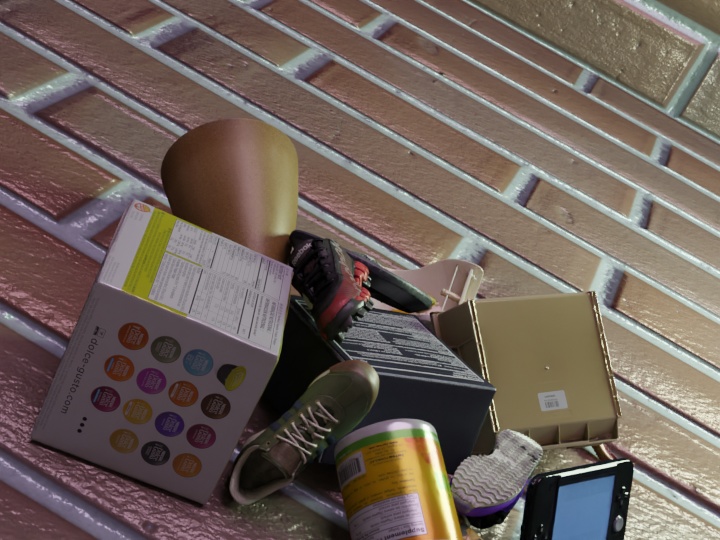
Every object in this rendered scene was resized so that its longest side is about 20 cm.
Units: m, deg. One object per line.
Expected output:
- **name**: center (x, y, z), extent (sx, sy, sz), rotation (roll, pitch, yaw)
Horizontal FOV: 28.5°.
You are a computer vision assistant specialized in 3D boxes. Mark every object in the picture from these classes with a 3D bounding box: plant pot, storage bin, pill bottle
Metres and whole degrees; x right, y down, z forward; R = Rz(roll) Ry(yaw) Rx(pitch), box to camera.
- **plant pot**: center (-0.158, -0.062, 1.857), extent (0.186, 0.186, 0.200), rotation (12, 45, -29)
- **storage bin**: center (0.212, 0.132, 1.791), extent (0.200, 0.094, 0.199), rotation (-3, 76, -29)
- **pill bottle**: center (0.045, 0.263, 1.444), extent (0.111, 0.111, 0.200), rotation (8, 57, -36)

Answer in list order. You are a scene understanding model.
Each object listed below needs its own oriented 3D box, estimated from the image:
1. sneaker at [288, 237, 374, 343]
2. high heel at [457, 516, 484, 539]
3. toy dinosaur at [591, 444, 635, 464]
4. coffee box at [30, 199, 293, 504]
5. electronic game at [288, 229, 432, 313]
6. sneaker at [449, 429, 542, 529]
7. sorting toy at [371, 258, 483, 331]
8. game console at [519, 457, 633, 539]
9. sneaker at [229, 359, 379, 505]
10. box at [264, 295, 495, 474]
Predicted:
- **sneaker**: center (-0.038, 0.016, 1.557), extent (0.098, 0.071, 0.200), rotation (43, 11, -12)
- **high heel**: center (0.099, 0.301, 1.567), extent (0.143, 0.071, 0.200), rotation (34, 3, -43)
- **toy dinosaur**: center (0.271, 0.180, 1.957), extent (0.200, 0.105, 0.182), rotation (59, 5, -18)
- **coffee box**: center (-0.201, 0.083, 1.488), extent (0.197, 0.200, 0.200), rotation (23, 25, -10)
- **electronic game**: center (0.000, 0.000, 1.795), extent (0.200, 0.042, 0.200), rotation (27, -5, 3)
- **sneaker**: center (0.146, 0.258, 1.614), extent (0.070, 0.100, 0.200), rotation (31, 22, 19)
- **sorting toy**: center (0.059, 0.048, 1.934), extent (0.180, 0.107, 0.200), rotation (21, 26, 3)
- **game console**: center (0.283, 0.320, 1.627), extent (0.118, 0.171, 0.200), rotation (14, 11, 43)
- **sneaker**: center (-0.062, 0.177, 1.467), extent (0.067, 0.200, 0.090), rotation (46, 28, -9)
- **box**: center (0.011, 0.133, 1.641), extent (0.200, 0.123, 0.198), rotation (10, 18, -32)
